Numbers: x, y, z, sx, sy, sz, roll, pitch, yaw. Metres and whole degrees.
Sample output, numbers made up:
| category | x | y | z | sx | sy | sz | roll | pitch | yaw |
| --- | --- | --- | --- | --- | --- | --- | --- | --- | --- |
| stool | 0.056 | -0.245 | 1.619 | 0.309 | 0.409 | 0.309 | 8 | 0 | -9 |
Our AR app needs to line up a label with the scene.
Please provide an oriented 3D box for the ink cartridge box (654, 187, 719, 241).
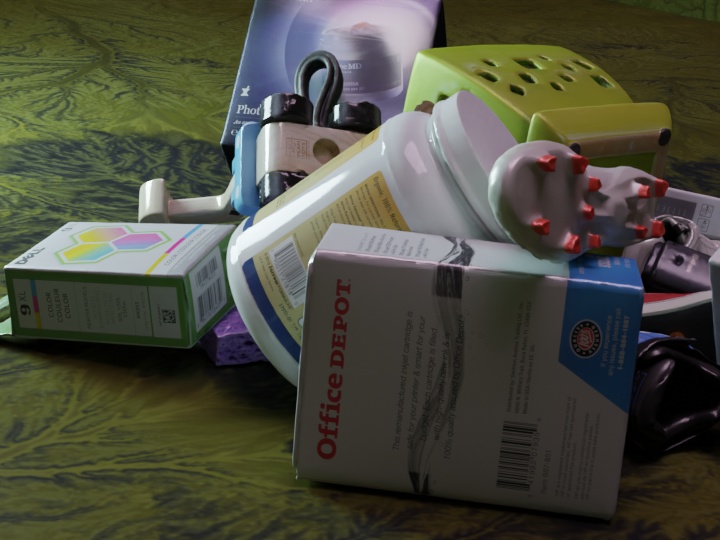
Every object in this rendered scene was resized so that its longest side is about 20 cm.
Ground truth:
| category | x | y | z | sx | sy | sz | roll | pitch | yaw |
| --- | --- | --- | --- | --- | --- | --- | --- | --- | --- |
| ink cartridge box | 0.390 | -0.026 | 1.517 | 0.198 | 0.044 | 0.173 | 15 | -7 | 32 |

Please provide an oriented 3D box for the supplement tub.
| category | x | y | z | sx | sy | sz | roll | pitch | yaw |
| --- | --- | --- | --- | --- | --- | --- | --- | --- | --- |
| supplement tub | 0.022 | -0.018 | 1.061 | 0.199 | 0.145 | 0.144 | -32 | 4 | 21 |

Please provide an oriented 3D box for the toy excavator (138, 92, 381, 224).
| category | x | y | z | sx | sy | sz | roll | pitch | yaw |
| --- | --- | --- | --- | --- | --- | --- | --- | --- | --- |
| toy excavator | -0.090 | -0.071 | 1.390 | 0.192 | 0.101 | 0.200 | 6 | -23 | -18 |

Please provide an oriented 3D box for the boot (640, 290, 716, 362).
| category | x | y | z | sx | sy | sz | roll | pitch | yaw |
| --- | --- | --- | --- | --- | --- | --- | --- | --- | --- |
| boot | 0.241 | 0.035 | 1.226 | 0.197 | 0.073 | 0.144 | -1 | 15 | -8 |

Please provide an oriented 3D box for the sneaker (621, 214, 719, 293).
| category | x | y | z | sx | sy | sz | roll | pitch | yaw |
| --- | --- | --- | --- | --- | --- | --- | --- | --- | --- |
| sneaker | 0.287 | -0.010 | 1.371 | 0.075 | 0.082 | 0.199 | 14 | 17 | 34 |

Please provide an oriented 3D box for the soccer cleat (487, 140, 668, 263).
| category | x | y | z | sx | sy | sz | roll | pitch | yaw |
| --- | --- | --- | --- | --- | --- | --- | --- | --- | --- |
| soccer cleat | 0.120 | -0.041 | 0.946 | 0.077 | 0.070 | 0.199 | 8 | 3 | 34 |

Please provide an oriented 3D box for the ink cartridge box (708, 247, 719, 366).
| category | x | y | z | sx | sy | sz | roll | pitch | yaw |
| --- | --- | --- | --- | --- | --- | --- | --- | --- | --- |
| ink cartridge box | 0.361 | 0.035 | 1.046 | 0.199 | 0.146 | 0.147 | 18 | 45 | 38 |

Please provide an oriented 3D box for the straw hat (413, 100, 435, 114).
| category | x | y | z | sx | sy | sz | roll | pitch | yaw |
| --- | --- | --- | --- | --- | --- | --- | --- | --- | --- |
| straw hat | 0.103 | -0.047 | 1.215 | 0.084 | 0.204 | 0.201 | -9 | 12 | 17 |

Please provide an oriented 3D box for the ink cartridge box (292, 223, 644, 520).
| category | x | y | z | sx | sy | sz | roll | pitch | yaw |
| --- | --- | --- | --- | --- | --- | --- | --- | --- | --- |
| ink cartridge box | 0.065 | 0.059 | 0.953 | 0.197 | 0.147 | 0.084 | 7 | 15 | 5 |

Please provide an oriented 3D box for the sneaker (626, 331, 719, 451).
| category | x | y | z | sx | sy | sz | roll | pitch | yaw |
| --- | --- | --- | --- | --- | --- | --- | --- | --- | --- |
| sneaker | 0.156 | 0.074 | 1.051 | 0.197 | 0.078 | 0.111 | 7 | 6 | -16 |

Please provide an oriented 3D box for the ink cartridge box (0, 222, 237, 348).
| category | x | y | z | sx | sy | sz | roll | pitch | yaw |
| --- | --- | --- | --- | --- | --- | --- | --- | --- | --- |
| ink cartridge box | -0.198 | 0.007 | 1.157 | 0.197 | 0.060 | 0.104 | 2 | 21 | 18 |

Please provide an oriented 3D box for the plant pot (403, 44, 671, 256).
| category | x | y | z | sx | sy | sz | roll | pitch | yaw |
| --- | --- | --- | --- | --- | --- | --- | --- | --- | --- |
| plant pot | 0.158 | -0.082 | 1.384 | 0.197 | 0.202 | 0.181 | -8 | 26 | -39 |

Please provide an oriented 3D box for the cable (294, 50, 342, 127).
| category | x | y | z | sx | sy | sz | roll | pitch | yaw |
| --- | --- | --- | --- | --- | --- | --- | --- | --- | --- |
| cable | -0.039 | -0.113 | 1.479 | 0.096 | 0.050 | 0.202 | -23 | 54 | 13 |

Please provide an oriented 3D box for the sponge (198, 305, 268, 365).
| category | x | y | z | sx | sy | sz | roll | pitch | yaw |
| --- | --- | --- | --- | --- | --- | --- | --- | --- | --- |
| sponge | -0.090 | 0.027 | 1.230 | 0.110 | 0.030 | 0.200 | -3 | 19 | -22 |

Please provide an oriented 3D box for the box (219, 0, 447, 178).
| category | x | y | z | sx | sy | sz | roll | pitch | yaw |
| --- | --- | --- | --- | --- | --- | --- | --- | --- | --- |
| box | -0.023 | -0.178 | 1.590 | 0.197 | 0.201 | 0.124 | 7 | -24 | 9 |

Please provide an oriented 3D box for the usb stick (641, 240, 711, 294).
| category | x | y | z | sx | sy | sz | roll | pitch | yaw |
| --- | --- | --- | --- | --- | --- | --- | --- | --- | --- |
| usb stick | 0.325 | 0.028 | 1.251 | 0.198 | 0.033 | 0.056 | 21 | 57 | 15 |
